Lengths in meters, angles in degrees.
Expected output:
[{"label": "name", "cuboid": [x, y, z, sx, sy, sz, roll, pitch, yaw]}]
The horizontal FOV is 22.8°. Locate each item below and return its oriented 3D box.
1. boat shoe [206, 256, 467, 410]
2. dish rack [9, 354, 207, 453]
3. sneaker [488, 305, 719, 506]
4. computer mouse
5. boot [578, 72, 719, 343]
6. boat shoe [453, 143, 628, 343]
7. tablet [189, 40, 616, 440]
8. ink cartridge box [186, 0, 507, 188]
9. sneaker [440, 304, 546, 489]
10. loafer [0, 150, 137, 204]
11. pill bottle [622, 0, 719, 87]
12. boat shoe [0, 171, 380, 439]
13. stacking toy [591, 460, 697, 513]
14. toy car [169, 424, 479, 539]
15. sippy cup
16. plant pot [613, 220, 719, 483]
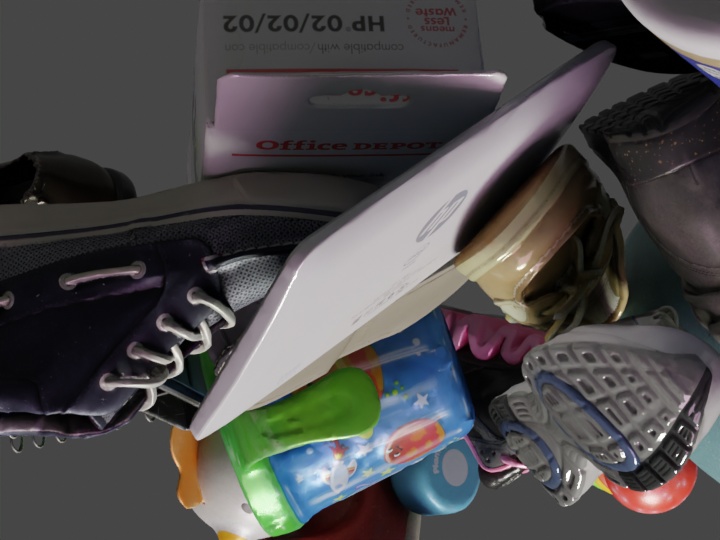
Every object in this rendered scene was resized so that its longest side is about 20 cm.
[{"label": "boat shoe", "cuboid": [0.000, 0.000, 0.886, 0.199, 0.063, 0.073, -28, 164, -39]}, {"label": "dish rack", "cuboid": [-0.199, 0.065, 1.034, 0.199, 0.055, 0.153, -14, 156, 21]}, {"label": "sneaker", "cuboid": [0.114, 0.045, 0.762, 0.087, 0.075, 0.200, -37, 179, -13]}, {"label": "computer mouse", "cuboid": [0.072, -0.124, 0.688, 0.199, 0.034, 0.058, 22, 166, -40]}, {"label": "boot", "cuboid": [0.147, -0.013, 0.748, 0.067, 0.131, 0.200, -24, -174, 12]}, {"label": "boat shoe", "cuboid": [0.091, -0.006, 0.793, 0.073, 0.063, 0.200, -46, 170, 8]}, {"label": "tablet", "cuboid": [0.020, -0.013, 0.703, 0.200, 0.014, 0.130, -36, 166, -40]}, {"label": "ink cartridge box", "cuboid": [-0.013, -0.064, 0.756, 0.114, 0.068, 0.200, -1, 159, -9]}, {"label": "sneaker", "cuboid": [0.104, 0.085, 1.015, 0.079, 0.096, 0.199, 17, -179, -39]}, {"label": "loafer", "cuboid": [-0.202, -0.017, 0.842, 0.199, 0.073, 0.071, -20, 145, 21]}, {"label": "pill bottle", "cuboid": [0.181, -0.101, 0.641, 0.119, 0.121, 0.200, -19, 155, 31]}, {"label": "boat shoe", "cuboid": [-0.080, 0.020, 0.735, 0.198, 0.093, 0.075, -6, 157, 9]}, {"label": "stacking toy", "cuboid": [0.164, 0.105, 1.091, 0.085, 0.086, 0.200, -4, -175, -4]}, {"label": "toy car", "cuboid": [-0.058, 0.156, 1.183, 0.199, 0.178, 0.184, 29, 154, -35]}, {"label": "sippy cup", "cuboid": [-0.009, 0.063, 0.989, 0.129, 0.178, 0.140, -18, 128, 2]}, {"label": "plant pot", "cuboid": [0.204, 0.022, 0.896, 0.134, 0.201, 0.200, 11, 172, 39]}]
